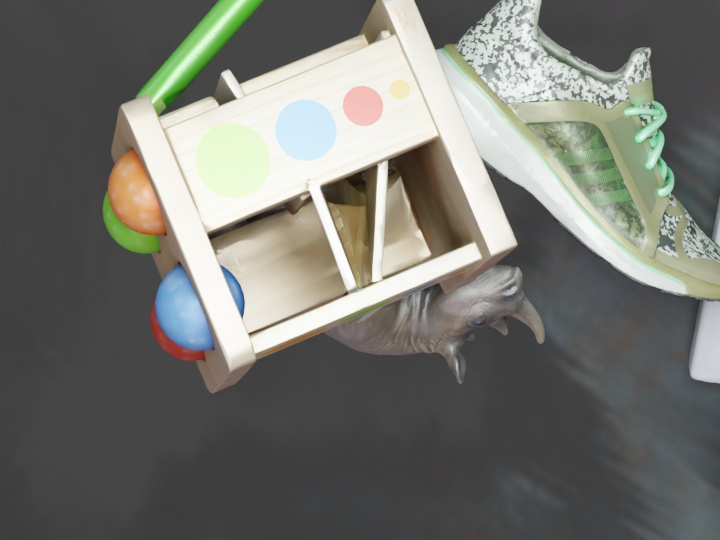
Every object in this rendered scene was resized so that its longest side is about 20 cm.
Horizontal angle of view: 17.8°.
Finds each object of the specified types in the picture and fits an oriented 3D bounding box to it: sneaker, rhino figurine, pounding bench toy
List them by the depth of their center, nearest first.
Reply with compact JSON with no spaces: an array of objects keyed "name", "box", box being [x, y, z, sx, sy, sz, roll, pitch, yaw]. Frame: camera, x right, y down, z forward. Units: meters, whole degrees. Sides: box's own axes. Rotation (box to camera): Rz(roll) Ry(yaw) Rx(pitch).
[{"name":"pounding bench toy","box":[-0.048,-0.064,1.048,0.155,0.124,0.201,-22,86,-10]},{"name":"sneaker","box":[0.122,-0.061,1.099,0.200,0.077,0.089,37,104,-12]},{"name":"rhino figurine","box":[0.000,0.000,1.157,0.199,0.060,0.088,20,117,-4]}]

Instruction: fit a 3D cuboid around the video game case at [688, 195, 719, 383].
[{"name":"video game case","box":[0.268,-0.019,1.138,0.181,0.024,0.201,7,124,2]}]
